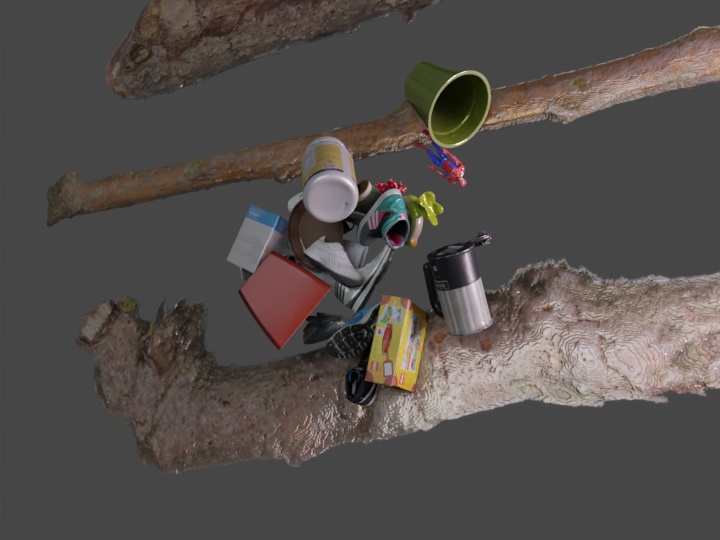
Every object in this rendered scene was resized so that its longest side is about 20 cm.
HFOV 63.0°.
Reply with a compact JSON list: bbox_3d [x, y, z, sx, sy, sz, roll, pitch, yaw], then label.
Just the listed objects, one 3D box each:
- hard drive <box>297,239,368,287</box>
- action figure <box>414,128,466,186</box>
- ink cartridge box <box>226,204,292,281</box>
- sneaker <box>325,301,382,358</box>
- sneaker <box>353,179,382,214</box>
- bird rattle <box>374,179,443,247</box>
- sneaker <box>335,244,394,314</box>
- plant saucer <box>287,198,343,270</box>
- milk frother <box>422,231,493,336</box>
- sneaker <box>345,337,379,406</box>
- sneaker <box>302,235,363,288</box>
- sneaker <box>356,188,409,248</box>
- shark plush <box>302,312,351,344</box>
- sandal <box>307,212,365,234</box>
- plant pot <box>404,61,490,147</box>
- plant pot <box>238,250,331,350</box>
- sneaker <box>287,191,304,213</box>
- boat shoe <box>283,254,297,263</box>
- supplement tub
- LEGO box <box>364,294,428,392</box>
[{"bbox_3d":[-0.084,-0.027,1.650,0.196,0.027,0.135,14,81,30],"label":"hard drive"},{"bbox_3d":[0.217,-0.292,1.564,0.201,0.051,0.066,52,120,28],"label":"action figure"},{"bbox_3d":[-0.283,-0.060,1.702,0.123,0.128,0.204,22,84,32],"label":"ink cartridge box"},{"bbox_3d":[-0.004,0.151,1.493,0.197,0.090,0.080,-33,102,-15],"label":"sneaker"},{"bbox_3d":[-0.004,-0.178,1.587,0.198,0.089,0.069,-14,50,57],"label":"sneaker"},{"bbox_3d":[0.108,-0.150,1.553,0.196,0.112,0.168,19,99,34],"label":"bird rattle"},{"bbox_3d":[0.000,0.000,1.548,0.114,0.076,0.203,32,87,11],"label":"sneaker"},{"bbox_3d":[-0.118,-0.104,1.625,0.196,0.036,0.207,6,100,33],"label":"plant saucer"},{"bbox_3d":[0.262,0.024,1.401,0.195,0.180,0.193,-18,101,-10],"label":"milk frother"},{"bbox_3d":[0.021,0.233,1.461,0.071,0.112,0.205,12,79,28],"label":"sneaker"},{"bbox_3d":[-0.063,-0.028,1.520,0.198,0.075,0.088,34,76,30],"label":"sneaker"},{"bbox_3d":[0.063,-0.098,1.513,0.201,0.082,0.123,-54,46,43],"label":"sneaker"},{"bbox_3d":[-0.061,0.162,1.577,0.194,0.091,0.086,2,93,6],"label":"shark plush"},{"bbox_3d":[-0.060,-0.132,1.653,0.196,0.079,0.059,5,101,31],"label":"sandal"},{"bbox_3d":[0.212,-0.464,1.561,0.200,0.199,0.191,-45,48,7],"label":"plant pot"},{"bbox_3d":[-0.206,0.061,1.526,0.176,0.200,0.201,42,86,-3],"label":"plant pot"},{"bbox_3d":[-0.147,-0.223,1.695,0.195,0.115,0.076,-13,69,24],"label":"sneaker"},{"bbox_3d":[-0.212,0.056,1.646,0.067,0.070,0.206,-6,71,62],"label":"boat shoe"},{"bbox_3d":[-0.083,-0.239,1.518,0.143,0.146,0.203,-28,39,16],"label":"supplement tub"},{"bbox_3d":[0.091,0.181,1.420,0.075,0.148,0.206,6,76,27],"label":"LEGO box"}]
